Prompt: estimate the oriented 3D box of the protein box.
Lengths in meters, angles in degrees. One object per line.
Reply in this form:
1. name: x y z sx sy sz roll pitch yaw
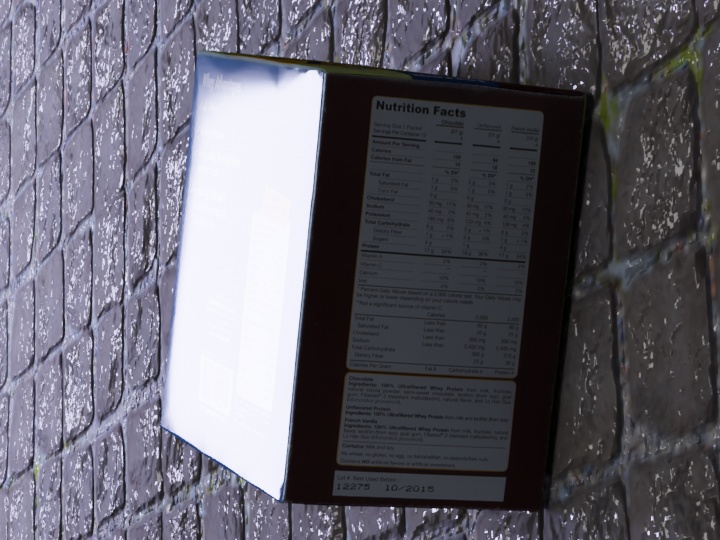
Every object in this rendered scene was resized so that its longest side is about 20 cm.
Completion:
1. protein box: 0.000 0.000 1.252 0.198 0.135 0.201 -162 77 -68
